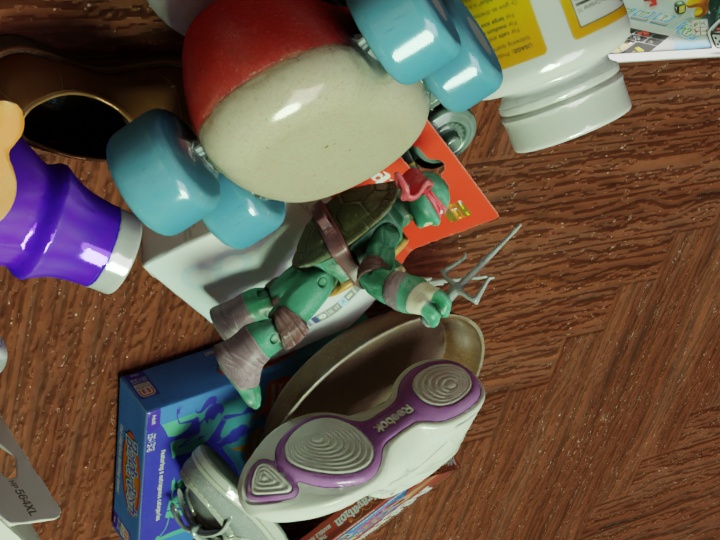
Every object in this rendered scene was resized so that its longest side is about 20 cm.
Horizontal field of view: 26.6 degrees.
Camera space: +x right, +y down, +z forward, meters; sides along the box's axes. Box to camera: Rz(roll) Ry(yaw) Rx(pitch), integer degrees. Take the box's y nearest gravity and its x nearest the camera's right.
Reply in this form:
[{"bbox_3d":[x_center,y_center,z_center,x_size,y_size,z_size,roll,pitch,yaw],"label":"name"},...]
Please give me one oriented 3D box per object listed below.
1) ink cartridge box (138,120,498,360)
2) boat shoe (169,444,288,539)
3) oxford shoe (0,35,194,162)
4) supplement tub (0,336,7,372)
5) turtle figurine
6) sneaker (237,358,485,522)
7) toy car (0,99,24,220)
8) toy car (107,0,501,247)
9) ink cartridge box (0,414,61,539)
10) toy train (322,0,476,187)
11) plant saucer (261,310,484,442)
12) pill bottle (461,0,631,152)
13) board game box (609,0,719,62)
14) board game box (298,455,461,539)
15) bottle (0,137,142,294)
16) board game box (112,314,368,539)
[{"bbox_3d":[-0.022,-0.020,1.002,0.199,0.048,0.160,-22,145,17],"label":"ink cartridge box"},{"bbox_3d":[-0.095,0.197,1.105,0.065,0.074,0.203,-38,149,-15],"label":"boat shoe"},{"bbox_3d":[-0.133,-0.084,0.893,0.199,0.071,0.072,0,122,-44],"label":"oxford shoe"},{"bbox_3d":[-0.304,0.068,0.829,0.200,0.123,0.123,-41,142,-7],"label":"supplement tub"},{"bbox_3d":[0.000,0.000,0.945,0.199,0.101,0.150,-33,-176,6],"label":"turtle figurine"},{"bbox_3d":[0.003,0.138,1.065,0.199,0.075,0.100,-21,143,-30],"label":"sneaker"},{"bbox_3d":[-0.213,-0.100,0.681,0.177,0.184,0.200,-50,136,-10],"label":"toy car"},{"bbox_3d":[-0.056,-0.146,0.826,0.183,0.201,0.177,-30,167,15],"label":"toy car"},{"bbox_3d":[-0.293,0.163,0.919,0.200,0.129,0.126,-40,141,-8],"label":"ink cartridge box"},{"bbox_3d":[0.000,-0.120,0.979,0.113,0.086,0.200,-29,143,1],"label":"toy train"},{"bbox_3d":[0.003,0.097,1.119,0.199,0.035,0.201,-27,147,-20],"label":"plant saucer"},{"bbox_3d":[0.093,-0.178,0.912,0.109,0.109,0.201,-26,100,-23],"label":"pill bottle"},{"bbox_3d":[0.172,-0.202,1.007,0.198,0.035,0.127,-6,103,-15],"label":"board game box"},{"bbox_3d":[-0.015,0.213,1.234,0.200,0.020,0.103,-40,164,23],"label":"board game box"},{"bbox_3d":[-0.212,-0.045,0.796,0.199,0.084,0.065,24,132,-27],"label":"bottle"},{"bbox_3d":[-0.085,0.118,1.135,0.199,0.045,0.153,-19,135,-31],"label":"board game box"}]
